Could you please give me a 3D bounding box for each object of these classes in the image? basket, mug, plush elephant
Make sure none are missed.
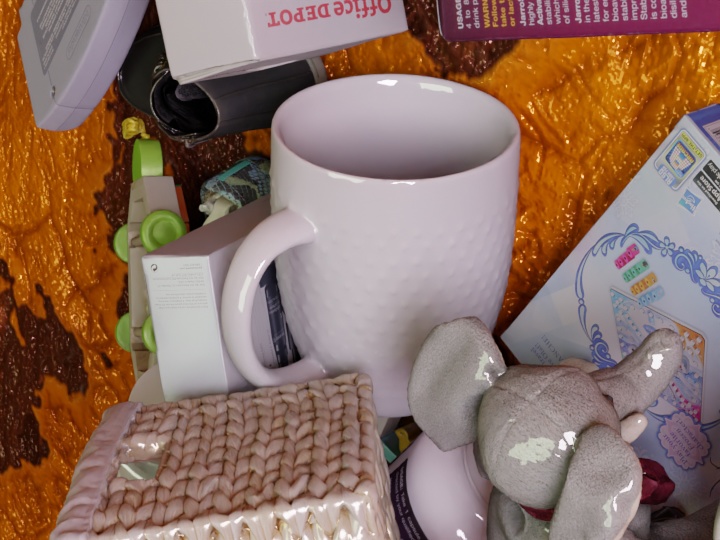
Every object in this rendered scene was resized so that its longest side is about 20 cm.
[{"bbox_3d":[-0.055,0.181,0.828,0.159,0.198,0.202,-9,104,2],"label":"basket"},{"bbox_3d":[0.000,0.000,0.935,0.147,0.199,0.177,29,130,40],"label":"mug"},{"bbox_3d":[0.108,0.093,0.785,0.165,0.199,0.156,45,148,33],"label":"plush elephant"}]

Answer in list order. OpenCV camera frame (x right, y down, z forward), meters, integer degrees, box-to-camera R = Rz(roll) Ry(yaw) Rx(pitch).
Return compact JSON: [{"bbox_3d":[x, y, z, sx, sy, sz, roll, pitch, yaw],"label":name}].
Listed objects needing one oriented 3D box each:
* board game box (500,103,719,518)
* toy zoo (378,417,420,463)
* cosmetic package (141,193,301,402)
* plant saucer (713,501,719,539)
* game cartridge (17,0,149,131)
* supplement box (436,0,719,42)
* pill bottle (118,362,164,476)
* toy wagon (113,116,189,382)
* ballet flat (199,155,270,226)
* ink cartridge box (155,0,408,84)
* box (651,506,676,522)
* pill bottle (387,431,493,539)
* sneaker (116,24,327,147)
[{"bbox_3d":[0.196,0.049,0.866,0.201,0.043,0.199,53,133,18],"label":"board game box"},{"bbox_3d":[0.052,0.153,1.063,0.131,0.020,0.201,43,130,26],"label":"toy zoo"},{"bbox_3d":[-0.061,0.040,1.008,0.051,0.200,0.152,0,105,23],"label":"cosmetic package"},{"bbox_3d":[0.264,0.102,0.752,0.050,0.198,0.201,-94,23,-50],"label":"plant saucer"},{"bbox_3d":[-0.200,-0.203,1.150,0.200,0.040,0.134,-53,41,42],"label":"game cartridge"},{"bbox_3d":[0.149,-0.172,0.775,0.199,0.130,0.104,5,106,43],"label":"supplement box"},{"bbox_3d":[-0.117,0.146,1.118,0.111,0.111,0.201,46,155,24],"label":"pill bottle"},{"bbox_3d":[-0.153,-0.012,1.156,0.155,0.039,0.202,174,95,-73],"label":"toy wagon"},{"bbox_3d":[-0.093,0.017,1.128,0.074,0.074,0.202,20,118,39],"label":"ballet flat"},{"bbox_3d":[-0.059,-0.226,0.952,0.083,0.145,0.202,-4,101,43],"label":"ink cartridge box"},{"bbox_3d":[0.133,0.241,0.920,0.123,0.105,0.200,57,150,15],"label":"box"},{"bbox_3d":[0.052,0.164,0.970,0.113,0.112,0.200,56,134,15],"label":"pill bottle"},{"bbox_3d":[-0.127,-0.132,1.081,0.199,0.106,0.076,8,110,43],"label":"sneaker"}]
